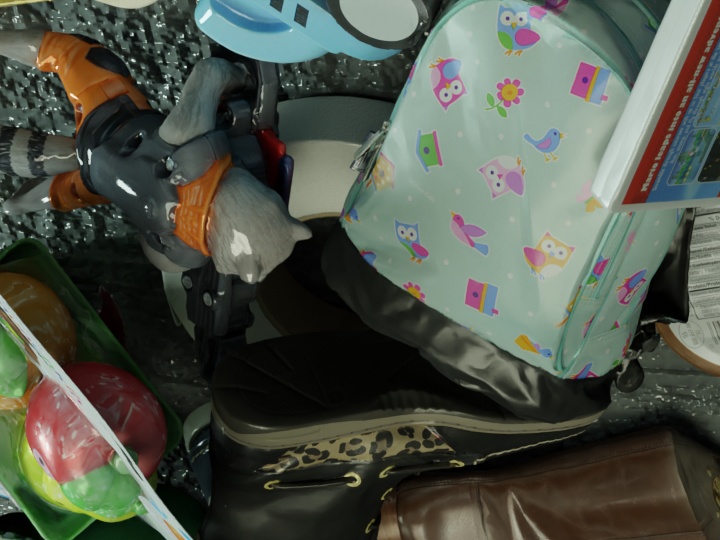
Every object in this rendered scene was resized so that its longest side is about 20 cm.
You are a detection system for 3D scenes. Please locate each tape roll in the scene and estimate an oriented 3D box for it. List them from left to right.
[{"bbox_3d":[0.000,0.000,1.443,0.202,0.037,0.203,9,135,9],"label":"tape roll"}]

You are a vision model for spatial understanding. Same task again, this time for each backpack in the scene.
[{"bbox_3d":[0.080,-0.046,1.269,0.167,0.127,0.200,30,118,10],"label":"backpack"}]

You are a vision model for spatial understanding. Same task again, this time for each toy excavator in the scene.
[{"bbox_3d":[-0.067,-0.145,1.292,0.194,0.100,0.200,32,142,-13],"label":"toy excavator"}]

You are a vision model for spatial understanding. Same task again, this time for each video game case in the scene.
[{"bbox_3d":[0.197,-0.091,1.196,0.200,0.017,0.143,-5,130,-37],"label":"video game case"}]

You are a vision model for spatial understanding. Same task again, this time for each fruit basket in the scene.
[{"bbox_3d":[-0.142,0.068,1.345,0.094,0.200,0.185,-39,112,-6],"label":"fruit basket"}]

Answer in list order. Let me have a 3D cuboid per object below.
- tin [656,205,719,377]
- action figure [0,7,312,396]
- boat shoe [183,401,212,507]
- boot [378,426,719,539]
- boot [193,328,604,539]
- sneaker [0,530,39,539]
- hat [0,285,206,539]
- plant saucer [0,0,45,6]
[{"bbox_3d":[0.177,-0.025,1.367,0.112,0.042,0.200,-11,129,21],"label":"tin"},{"bbox_3d":[-0.105,-0.027,1.363,0.193,0.105,0.200,20,120,37],"label":"action figure"},{"bbox_3d":[-0.039,0.138,1.544,0.075,0.062,0.200,-15,145,4],"label":"boat shoe"},{"bbox_3d":[0.122,0.165,1.554,0.200,0.064,0.187,-13,130,21],"label":"boot"},{"bbox_3d":[0.011,0.097,1.418,0.200,0.073,0.151,-5,138,-23],"label":"boot"},{"bbox_3d":[-0.158,0.178,1.426,0.200,0.086,0.078,6,164,40],"label":"sneaker"},{"bbox_3d":[-0.093,0.124,1.557,0.166,0.200,0.176,40,102,12],"label":"hat"},{"bbox_3d":[-0.177,-0.207,1.223,0.200,0.048,0.200,-6,92,13],"label":"plant saucer"}]
